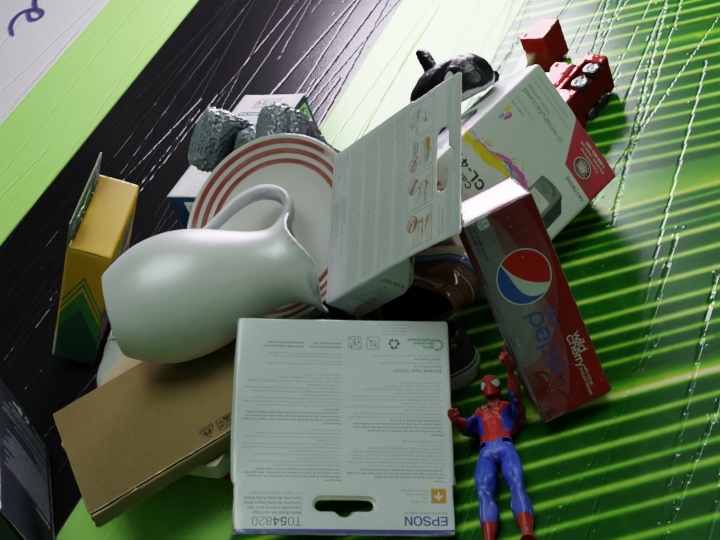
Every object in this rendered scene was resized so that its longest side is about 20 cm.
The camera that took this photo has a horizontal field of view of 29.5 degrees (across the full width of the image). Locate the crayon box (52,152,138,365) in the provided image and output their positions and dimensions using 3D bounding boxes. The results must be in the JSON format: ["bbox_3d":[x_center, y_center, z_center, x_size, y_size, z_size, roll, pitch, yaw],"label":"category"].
[{"bbox_3d":[-0.291,-0.011,1.511,0.051,0.202,0.127,15,42,-3],"label":"crayon box"}]

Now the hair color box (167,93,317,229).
[{"bbox_3d":[-0.141,-0.133,1.682,0.099,0.061,0.201,4,46,33],"label":"hair color box"}]

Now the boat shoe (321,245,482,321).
[{"bbox_3d":[0.027,0.024,1.334,0.198,0.073,0.072,-16,22,40],"label":"boat shoe"}]

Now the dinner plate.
[{"bbox_3d":[-0.086,-0.040,1.389,0.197,0.024,0.203,-6,72,20],"label":"dinner plate"}]

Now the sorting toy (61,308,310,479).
[{"bbox_3d":[-0.162,0.130,1.366,0.196,0.070,0.201,2,45,32],"label":"sorting toy"}]

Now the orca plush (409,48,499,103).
[{"bbox_3d":[0.089,-0.211,1.473,0.104,0.072,0.200,-27,3,0],"label":"orca plush"}]

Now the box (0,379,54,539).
[{"bbox_3d":[-0.411,0.241,1.333,0.198,0.125,0.198,-24,38,1],"label":"box"}]

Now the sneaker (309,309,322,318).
[{"bbox_3d":[0.000,0.000,1.428,0.199,0.073,0.085,-34,43,-6],"label":"sneaker"}]

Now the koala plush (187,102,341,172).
[{"bbox_3d":[-0.109,-0.054,1.512,0.176,0.183,0.202,2,62,49],"label":"koala plush"}]

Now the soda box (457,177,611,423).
[{"bbox_3d":[0.148,0.026,1.197,0.069,0.202,0.063,-25,19,-1],"label":"soda box"}]

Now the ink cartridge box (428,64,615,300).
[{"bbox_3d":[0.139,-0.086,1.378,0.200,0.148,0.085,-43,13,-23],"label":"ink cartridge box"}]

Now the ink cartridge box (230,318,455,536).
[{"bbox_3d":[-0.016,0.141,1.209,0.196,0.041,0.203,2,63,-3],"label":"ink cartridge box"}]

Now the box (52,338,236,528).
[{"bbox_3d":[-0.185,0.136,1.294,0.198,0.021,0.164,-31,37,-7],"label":"box"}]

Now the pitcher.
[{"bbox_3d":[-0.146,-0.002,1.321,0.197,0.122,0.173,-17,44,-3],"label":"pitcher"}]

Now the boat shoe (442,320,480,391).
[{"bbox_3d":[0.015,0.098,1.304,0.197,0.067,0.070,-16,37,11],"label":"boat shoe"}]

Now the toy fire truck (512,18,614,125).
[{"bbox_3d":[0.213,-0.210,1.581,0.140,0.049,0.200,15,53,42],"label":"toy fire truck"}]

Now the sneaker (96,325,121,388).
[{"bbox_3d":[-0.251,0.054,1.504,0.069,0.081,0.202,-6,42,21],"label":"sneaker"}]

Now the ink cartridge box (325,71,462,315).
[{"bbox_3d":[0.043,-0.067,1.250,0.199,0.050,0.165,-27,53,47],"label":"ink cartridge box"}]

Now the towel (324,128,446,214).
[{"bbox_3d":[0.029,-0.103,1.463,0.144,0.023,0.200,-44,-3,26],"label":"towel"}]

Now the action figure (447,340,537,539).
[{"bbox_3d":[0.111,0.145,1.170,0.064,0.100,0.201,-15,35,12],"label":"action figure"}]
